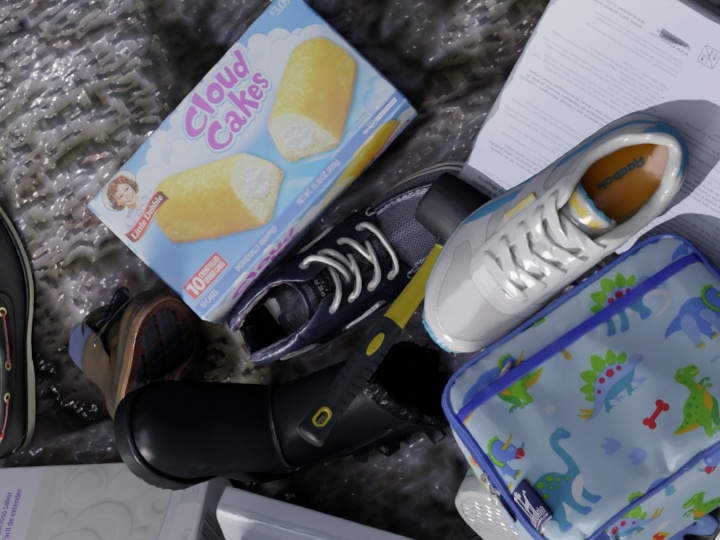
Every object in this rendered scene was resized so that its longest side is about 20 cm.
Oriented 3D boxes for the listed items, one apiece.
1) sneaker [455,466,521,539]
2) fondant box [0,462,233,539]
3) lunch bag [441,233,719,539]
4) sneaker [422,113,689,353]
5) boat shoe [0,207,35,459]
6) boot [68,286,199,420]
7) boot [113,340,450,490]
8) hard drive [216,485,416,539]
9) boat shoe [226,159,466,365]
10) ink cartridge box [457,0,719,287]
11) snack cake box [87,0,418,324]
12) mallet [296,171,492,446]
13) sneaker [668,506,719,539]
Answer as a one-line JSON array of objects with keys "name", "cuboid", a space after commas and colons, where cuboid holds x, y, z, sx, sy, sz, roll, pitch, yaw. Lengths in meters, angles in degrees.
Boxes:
[{"name": "sneaker", "cuboid": [0.151, 0.165, 1.572, 0.074, 0.118, 0.201, -4, 134, 44]}, {"name": "fondant box", "cuboid": [-0.196, 0.212, 1.681, 0.199, 0.058, 0.145, -5, 53, 23]}, {"name": "lunch bag", "cuboid": [0.160, 0.083, 1.457, 0.200, 0.083, 0.161, -32, 57, -3]}, {"name": "sneaker", "cuboid": [0.117, -0.025, 1.474, 0.200, 0.081, 0.077, -42, 93, 3]}, {"name": "boat shoe", "cuboid": [-0.280, 0.040, 1.726, 0.073, 0.063, 0.202, -3, 97, 24]}, {"name": "boot", "cuboid": [-0.166, 0.050, 1.632, 0.097, 0.075, 0.200, 43, 156, 18]}, {"name": "boot", "cuboid": [-0.044, 0.094, 1.574, 0.162, 0.198, 0.074, -20, 71, 32]}, {"name": "hard drive", "cuboid": [0.007, 0.211, 1.617, 0.199, 0.132, 0.027, 15, 60, 19]}, {"name": "boat shoe", "cuboid": [0.000, 0.000, 1.591, 0.200, 0.093, 0.075, -39, 84, 21]}, {"name": "ink cartridge box", "cuboid": [0.183, -0.080, 1.535, 0.196, 0.043, 0.201, 32, 110, 11]}, {"name": "snack cake box", "cuboid": [-0.072, -0.075, 1.591, 0.115, 0.067, 0.200, 43, 93, 9]}, {"name": "mallet", "cuboid": [0.033, 0.033, 1.518, 0.066, 0.041, 0.201, 27, 73, 7]}, {"name": "sneaker", "cuboid": [0.277, 0.148, 1.526, 0.115, 0.081, 0.200, 38, 104, -4]}]
